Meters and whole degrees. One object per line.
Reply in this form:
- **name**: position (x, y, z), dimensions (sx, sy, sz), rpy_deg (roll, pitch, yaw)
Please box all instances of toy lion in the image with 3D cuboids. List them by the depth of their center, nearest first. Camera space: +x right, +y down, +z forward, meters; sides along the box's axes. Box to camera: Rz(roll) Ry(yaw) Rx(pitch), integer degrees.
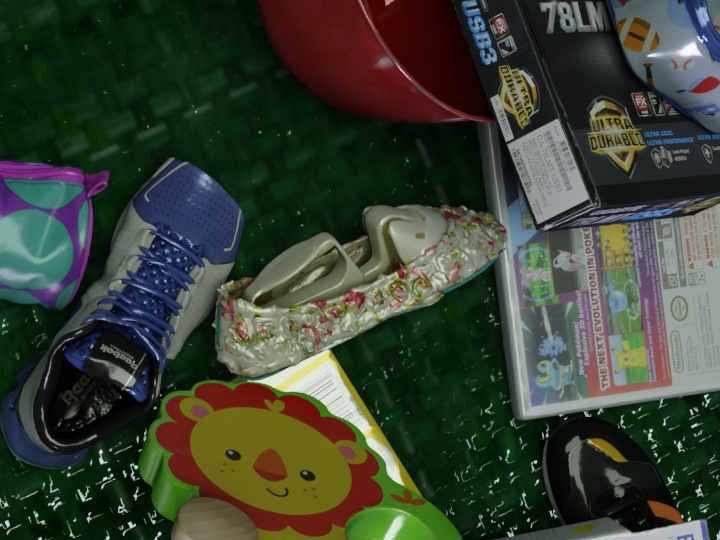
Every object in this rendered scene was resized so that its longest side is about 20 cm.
- **toy lion**: position (-0.032, 0.139, 1.407), dimensions (0.200, 0.192, 0.069), rpy_deg (20, 122, -3)

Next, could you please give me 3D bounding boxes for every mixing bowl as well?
- **mixing bowl**: position (0.010, -0.166, 1.458), dimensions (0.200, 0.108, 0.201), rpy_deg (26, 54, -43)

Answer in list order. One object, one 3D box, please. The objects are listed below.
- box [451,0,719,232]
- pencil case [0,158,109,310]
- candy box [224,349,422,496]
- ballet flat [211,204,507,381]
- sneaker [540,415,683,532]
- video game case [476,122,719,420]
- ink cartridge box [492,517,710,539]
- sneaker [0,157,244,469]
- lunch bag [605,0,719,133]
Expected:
- **box**: position (0.137, -0.127, 1.466), dimensions (0.200, 0.050, 0.199), rpy_deg (-7, 76, -54)
- **pencil case**: position (-0.253, -0.042, 1.423), dimensions (0.199, 0.085, 0.093), rpy_deg (15, 114, -14)
- **candy box**: position (-0.018, 0.144, 1.512), dimensions (0.102, 0.026, 0.200), rpy_deg (-33, 97, -9)
- **ballet flat**: position (0.000, 0.000, 1.481), dimensions (0.200, 0.076, 0.064), rpy_deg (-28, 124, -19)
- **sneaker**: position (0.183, 0.179, 1.530), dimensions (0.070, 0.090, 0.200), rpy_deg (-28, 97, -13)
- **video game case**: position (0.171, -0.017, 1.564), dimensions (0.182, 0.023, 0.201), rpy_deg (-7, 93, -14)
- **ink cartridge box**: position (0.123, 0.253, 1.498), dimensions (0.199, 0.047, 0.198), rpy_deg (-11, 103, -1)
- **sneaker**: position (-0.130, 0.034, 1.439), dimensions (0.080, 0.115, 0.200), rpy_deg (35, 82, -12)
- **lunch bag**: position (0.202, -0.190, 1.486), dimensions (0.160, 0.075, 0.201), rpy_deg (25, 52, -48)
